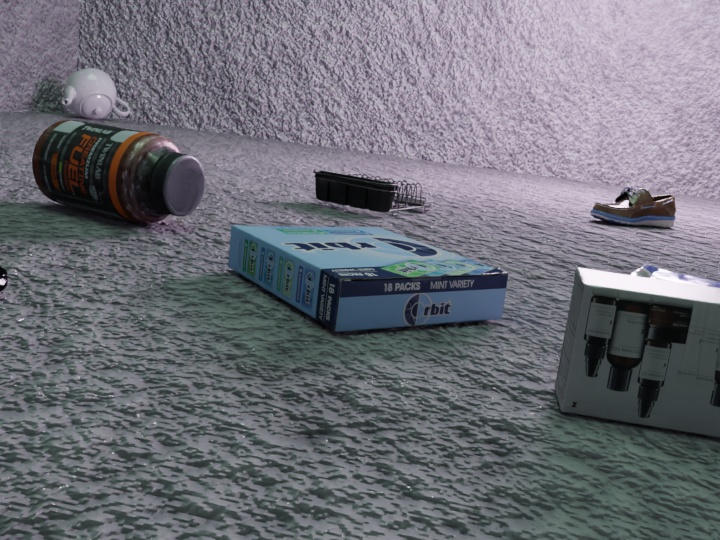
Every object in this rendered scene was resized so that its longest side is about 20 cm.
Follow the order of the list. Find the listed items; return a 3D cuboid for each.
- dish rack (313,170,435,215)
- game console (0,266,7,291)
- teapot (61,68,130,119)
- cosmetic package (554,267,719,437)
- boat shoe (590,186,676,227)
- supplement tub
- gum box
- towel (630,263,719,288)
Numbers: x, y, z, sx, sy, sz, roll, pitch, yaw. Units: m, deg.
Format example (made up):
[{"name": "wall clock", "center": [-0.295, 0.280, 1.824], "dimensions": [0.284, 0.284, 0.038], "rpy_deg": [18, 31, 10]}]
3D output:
[{"name": "dish rack", "center": [0.030, -0.132, 1.273], "dimensions": [0.153, 0.055, 0.200], "rpy_deg": [16, 15, 31]}, {"name": "game console", "center": [-0.372, -0.051, 0.529], "dimensions": [0.199, 0.117, 0.175], "rpy_deg": [-4, 16, -40]}, {"name": "teapot", "center": [-0.961, -0.617, 2.731], "dimensions": [0.199, 0.198, 0.146], "rpy_deg": [-28, 63, -11]}, {"name": "cosmetic package", "center": [0.225, 0.057, 0.453], "dimensions": [0.199, 0.083, 0.051], "rpy_deg": [8, 15, 7]}, {"name": "boat shoe", "center": [0.540, -0.129, 1.497], "dimensions": [0.199, 0.073, 0.072], "rpy_deg": [1, 13, -27]}, {"name": "supplement tub", "center": [-0.283, -0.116, 0.898], "dimensions": [0.199, 0.108, 0.107], "rpy_deg": [12, 13, 26]}, {"name": "gum box", "center": [0.000, 0.000, 0.672], "dimensions": [0.169, 0.045, 0.200], "rpy_deg": [-1, 14, -34]}, {"name": "towel", "center": [0.347, 0.026, 0.797], "dimensions": [0.146, 0.024, 0.200], "rpy_deg": [15, 14, 30]}]
